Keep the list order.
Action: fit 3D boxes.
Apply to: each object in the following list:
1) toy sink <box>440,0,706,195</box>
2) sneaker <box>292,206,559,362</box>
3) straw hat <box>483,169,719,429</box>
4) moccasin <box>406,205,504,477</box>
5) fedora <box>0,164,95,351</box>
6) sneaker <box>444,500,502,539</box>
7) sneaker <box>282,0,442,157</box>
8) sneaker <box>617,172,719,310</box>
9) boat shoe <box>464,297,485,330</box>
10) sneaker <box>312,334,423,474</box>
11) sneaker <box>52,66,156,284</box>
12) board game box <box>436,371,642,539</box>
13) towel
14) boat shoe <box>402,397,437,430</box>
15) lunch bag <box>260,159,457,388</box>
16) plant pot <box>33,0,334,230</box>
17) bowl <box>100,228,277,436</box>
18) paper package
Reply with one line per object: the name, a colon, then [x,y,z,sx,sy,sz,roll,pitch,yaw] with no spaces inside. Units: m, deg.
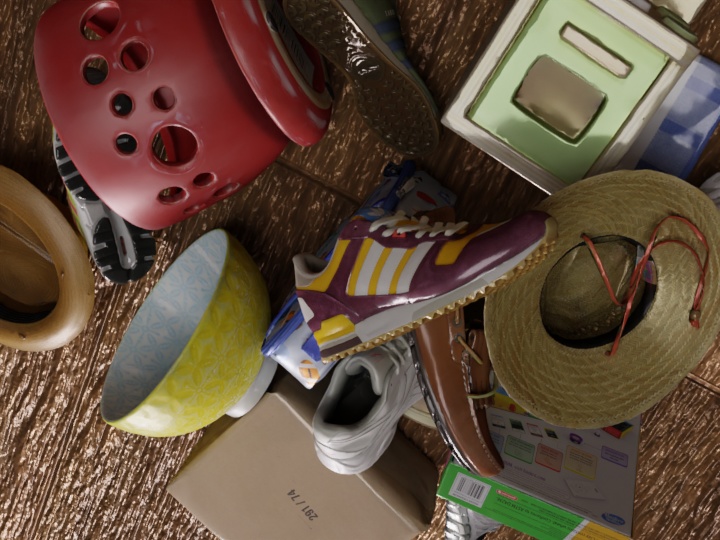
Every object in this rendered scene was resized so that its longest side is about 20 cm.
toy sink: [0.167,-0.169,0.761,0.130,0.112,0.201,33,114,-3]
sneaker: [0.034,-0.010,0.687,0.199,0.075,0.091,-27,83,29]
straw hat: [0.169,0.012,0.768,0.198,0.085,0.204,-4,107,-15]
moccasin: [0.075,0.054,0.768,0.077,0.074,0.204,-16,88,3]
fedora: [-0.331,-0.022,1.001,0.198,0.082,0.203,8,116,16]
sneaker: [0.138,0.220,0.945,0.114,0.076,0.201,10,151,14]
sneaker: [0.015,-0.189,0.841,0.066,0.091,0.200,-9,142,33]
sneaker: [0.258,-0.012,0.809,0.198,0.100,0.078,-28,122,15]
boat shoe: [0.125,0.016,0.883,0.197,0.065,0.074,2,95,-21]
sneaker: [0.027,0.083,0.900,0.077,0.201,0.100,28,163,20]
sneaker: [-0.246,-0.091,0.948,0.077,0.090,0.202,-15,120,-24]
board game box: [0.160,0.137,0.871,0.151,0.201,0.041,22,126,5]
towel: [0.189,-0.139,0.843,0.198,0.024,0.148,26,115,1]
boat shoe: [0.098,0.122,0.963,0.198,0.072,0.066,18,88,11]
lunch bag: [0.000,0.000,0.879,0.075,0.161,0.200,38,118,-4]
plant pot: [-0.131,-0.158,0.831,0.181,0.201,0.202,-23,106,14]
bowl: [-0.139,0.074,0.947,0.107,0.201,0.200,34,120,-23]
paper package: [-0.056,0.209,1.019,0.200,0.104,0.190,44,117,-7]
